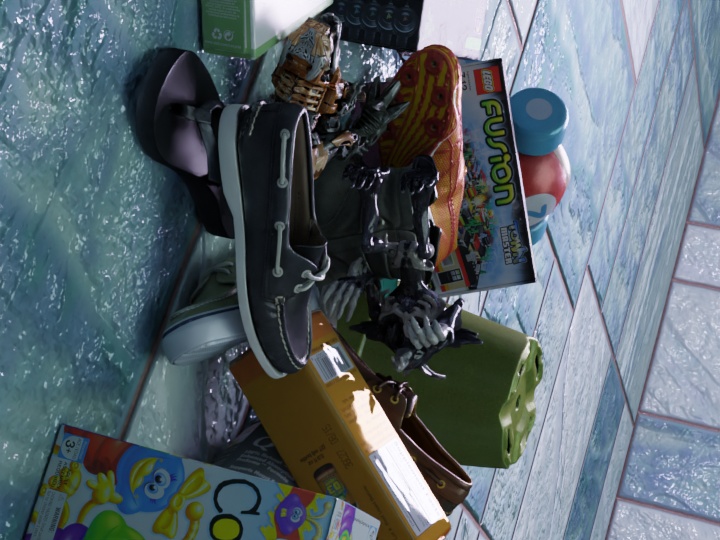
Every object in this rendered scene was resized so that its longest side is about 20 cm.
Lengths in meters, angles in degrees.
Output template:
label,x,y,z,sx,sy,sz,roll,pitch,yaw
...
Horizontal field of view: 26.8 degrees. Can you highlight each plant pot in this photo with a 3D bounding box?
label,x,y,z,sx,sy,sz,roll,pitch,yaw
plant pot,0.066,0.106,1.418,0.200,0.188,0.203,13,90,-70

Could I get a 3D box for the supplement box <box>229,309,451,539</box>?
label,x,y,z,sx,sy,sz,roll,pitch,yaw
supplement box,-0.015,0.135,1.146,0.201,0.066,0.069,60,28,6

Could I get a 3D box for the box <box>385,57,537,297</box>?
label,x,y,z,sx,sy,sz,roll,pitch,yaw
box,0.090,-0.081,1.353,0.035,0.109,0.203,3,78,-82

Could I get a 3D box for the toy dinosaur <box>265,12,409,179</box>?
label,x,y,z,sx,sy,sz,roll,pitch,yaw
toy dinosaur,-0.048,-0.111,1.154,0.200,0.102,0.136,-47,180,42

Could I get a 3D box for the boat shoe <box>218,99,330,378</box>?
label,x,y,z,sx,sy,sz,roll,pitch,yaw
boat shoe,-0.052,-0.020,1.056,0.074,0.060,0.203,-48,133,-67

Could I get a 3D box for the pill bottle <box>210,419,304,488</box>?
label,x,y,z,sx,sy,sz,roll,pitch,yaw
pill bottle,-0.068,0.183,1.201,0.200,0.114,0.117,-43,140,-59

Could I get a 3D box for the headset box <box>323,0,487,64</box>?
label,x,y,z,sx,sy,sz,roll,pitch,yaw
headset box,0.049,-0.276,1.303,0.174,0.092,0.203,-11,111,-68

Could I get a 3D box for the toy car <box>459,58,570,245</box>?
label,x,y,z,sx,sy,sz,roll,pitch,yaw
toy car,0.084,-0.068,1.433,0.201,0.176,0.185,-52,161,-27

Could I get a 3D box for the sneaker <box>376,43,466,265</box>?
label,x,y,z,sx,sy,sz,roll,pitch,yaw
sneaker,0.055,-0.097,1.268,0.077,0.072,0.202,-36,140,-50

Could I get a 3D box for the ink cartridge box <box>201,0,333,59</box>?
label,x,y,z,sx,sy,sz,roll,pitch,yaw
ink cartridge box,-0.062,-0.267,1.069,0.146,0.047,0.202,-47,143,-55

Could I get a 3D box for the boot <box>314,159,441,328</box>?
label,x,y,z,sx,sy,sz,roll,pitch,yaw
boot,0.000,0.000,1.263,0.068,0.129,0.202,-45,142,-55

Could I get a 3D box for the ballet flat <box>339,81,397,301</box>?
label,x,y,z,sx,sy,sz,roll,pitch,yaw
ballet flat,0.004,-0.067,1.324,0.069,0.070,0.203,-45,141,-66

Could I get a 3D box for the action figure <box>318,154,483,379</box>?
label,x,y,z,sx,sy,sz,roll,pitch,yaw
action figure,0.027,0.016,1.181,0.102,0.117,0.202,-46,135,-50

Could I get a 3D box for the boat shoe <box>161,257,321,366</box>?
label,x,y,z,sx,sy,sz,roll,pitch,yaw
boat shoe,-0.095,0.023,1.136,0.063,0.071,0.200,66,23,1

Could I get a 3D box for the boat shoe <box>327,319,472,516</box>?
label,x,y,z,sx,sy,sz,roll,pitch,yaw
boat shoe,0.017,0.113,1.217,0.201,0.067,0.072,55,22,2

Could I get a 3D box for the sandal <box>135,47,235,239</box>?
label,x,y,z,sx,sy,sz,roll,pitch,yaw
sandal,-0.103,-0.090,1.061,0.200,0.042,0.077,59,46,-62

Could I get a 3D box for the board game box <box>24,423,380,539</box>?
label,x,y,z,sx,sy,sz,roll,pitch,yaw
board game box,-0.103,0.180,0.981,0.105,0.198,0.104,47,58,-66
